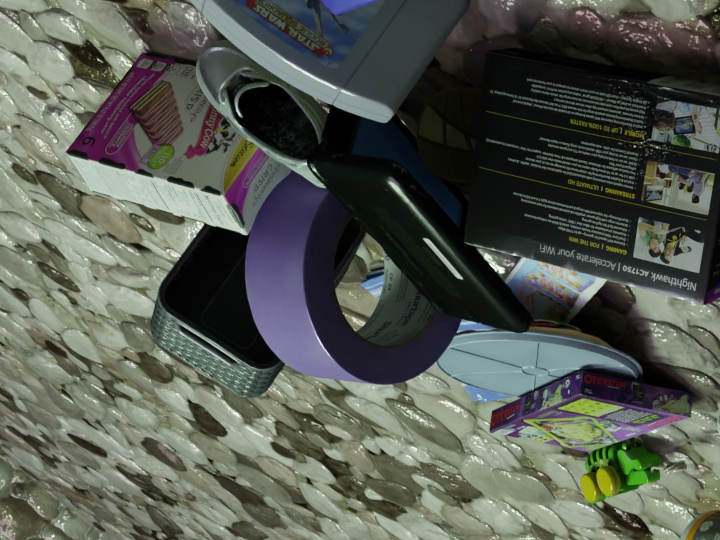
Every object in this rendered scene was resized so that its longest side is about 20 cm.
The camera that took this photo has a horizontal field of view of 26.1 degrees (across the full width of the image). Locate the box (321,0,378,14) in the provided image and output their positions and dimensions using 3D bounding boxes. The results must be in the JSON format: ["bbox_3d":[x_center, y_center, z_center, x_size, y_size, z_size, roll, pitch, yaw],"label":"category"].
[{"bbox_3d":[-0.002,-0.284,0.999,0.200,0.105,0.184,45,153,-24],"label":"box"}]

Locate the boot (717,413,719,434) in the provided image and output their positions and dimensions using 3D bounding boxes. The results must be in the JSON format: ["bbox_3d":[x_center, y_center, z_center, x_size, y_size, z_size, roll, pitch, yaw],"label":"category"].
[{"bbox_3d":[0.361,0.091,1.290,0.090,0.073,0.200,50,143,-16],"label":"boot"}]

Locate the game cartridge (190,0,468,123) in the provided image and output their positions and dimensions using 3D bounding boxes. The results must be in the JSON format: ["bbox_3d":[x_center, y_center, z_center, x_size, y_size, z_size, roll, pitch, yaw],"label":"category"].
[{"bbox_3d":[-0.034,-0.204,1.146,0.200,0.133,0.042,34,155,-3],"label":"game cartridge"}]

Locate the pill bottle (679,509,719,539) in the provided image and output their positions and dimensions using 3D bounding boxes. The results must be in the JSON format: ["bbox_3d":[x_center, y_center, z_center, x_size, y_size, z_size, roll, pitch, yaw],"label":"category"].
[{"bbox_3d":[0.414,0.291,1.519,0.116,0.116,0.200,43,153,-19],"label":"pill bottle"}]

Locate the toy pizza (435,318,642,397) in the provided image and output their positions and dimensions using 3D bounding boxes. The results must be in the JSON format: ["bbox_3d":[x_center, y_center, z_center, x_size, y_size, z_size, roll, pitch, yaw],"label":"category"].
[{"bbox_3d":[0.166,0.082,1.473,0.200,0.032,0.200,7,161,3],"label":"toy pizza"}]

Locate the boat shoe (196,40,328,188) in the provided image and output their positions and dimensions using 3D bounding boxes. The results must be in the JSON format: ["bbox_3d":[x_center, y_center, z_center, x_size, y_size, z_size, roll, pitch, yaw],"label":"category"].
[{"bbox_3d":[-0.081,-0.144,1.327,0.201,0.070,0.071,42,-174,31],"label":"boat shoe"}]

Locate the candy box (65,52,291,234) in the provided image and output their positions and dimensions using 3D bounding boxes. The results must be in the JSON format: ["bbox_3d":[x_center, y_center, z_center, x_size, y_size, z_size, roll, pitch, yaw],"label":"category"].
[{"bbox_3d":[-0.155,-0.121,1.437,0.200,0.136,0.061,16,151,32],"label":"candy box"}]

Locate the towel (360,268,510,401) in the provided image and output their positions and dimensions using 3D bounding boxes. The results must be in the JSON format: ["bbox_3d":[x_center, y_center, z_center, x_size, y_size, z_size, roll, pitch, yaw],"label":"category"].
[{"bbox_3d":[0.104,0.066,1.596,0.200,0.024,0.145,45,152,-22],"label":"towel"}]

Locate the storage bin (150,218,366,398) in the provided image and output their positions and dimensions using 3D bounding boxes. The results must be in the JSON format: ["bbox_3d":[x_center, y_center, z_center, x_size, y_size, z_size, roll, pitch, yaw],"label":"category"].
[{"bbox_3d":[-0.100,0.006,1.520,0.135,0.200,0.094,33,156,2],"label":"storage bin"}]

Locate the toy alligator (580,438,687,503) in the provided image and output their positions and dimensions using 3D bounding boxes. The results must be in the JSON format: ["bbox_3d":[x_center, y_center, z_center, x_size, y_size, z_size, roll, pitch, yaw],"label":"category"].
[{"bbox_3d":[0.274,0.197,1.596,0.200,0.059,0.054,135,120,-65],"label":"toy alligator"}]

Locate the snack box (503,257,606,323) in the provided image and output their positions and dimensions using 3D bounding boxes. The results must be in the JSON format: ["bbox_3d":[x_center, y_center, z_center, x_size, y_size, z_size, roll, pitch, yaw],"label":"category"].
[{"bbox_3d":[0.169,0.018,1.428,0.072,0.024,0.200,32,155,2],"label":"snack box"}]

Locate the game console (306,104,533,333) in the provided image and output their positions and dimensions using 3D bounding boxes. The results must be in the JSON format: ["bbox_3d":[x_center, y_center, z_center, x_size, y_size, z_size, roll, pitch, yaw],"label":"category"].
[{"bbox_3d":[0.061,-0.061,1.272,0.200,0.116,0.176,47,161,-30],"label":"game console"}]

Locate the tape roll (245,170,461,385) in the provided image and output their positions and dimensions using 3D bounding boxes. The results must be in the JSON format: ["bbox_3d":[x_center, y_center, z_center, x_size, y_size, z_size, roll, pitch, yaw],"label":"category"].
[{"bbox_3d":[0.000,0.000,1.392,0.085,0.200,0.200,0,139,49],"label":"tape roll"}]

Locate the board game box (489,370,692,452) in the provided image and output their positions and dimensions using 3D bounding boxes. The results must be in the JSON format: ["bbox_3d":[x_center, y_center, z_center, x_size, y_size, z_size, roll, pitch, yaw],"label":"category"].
[{"bbox_3d":[0.222,0.141,1.528,0.120,0.032,0.200,17,159,-16],"label":"board game box"}]

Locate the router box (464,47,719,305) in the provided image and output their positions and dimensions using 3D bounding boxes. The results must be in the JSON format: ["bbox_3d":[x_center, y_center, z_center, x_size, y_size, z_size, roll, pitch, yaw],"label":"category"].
[{"bbox_3d":[0.177,-0.072,1.127,0.200,0.051,0.149,16,109,31],"label":"router box"}]

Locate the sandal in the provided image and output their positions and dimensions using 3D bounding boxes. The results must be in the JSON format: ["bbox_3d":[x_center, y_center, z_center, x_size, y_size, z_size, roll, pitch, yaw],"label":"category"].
[{"bbox_3d":[0.131,-0.094,1.233,0.200,0.080,0.054,11,169,32],"label":"sandal"}]
